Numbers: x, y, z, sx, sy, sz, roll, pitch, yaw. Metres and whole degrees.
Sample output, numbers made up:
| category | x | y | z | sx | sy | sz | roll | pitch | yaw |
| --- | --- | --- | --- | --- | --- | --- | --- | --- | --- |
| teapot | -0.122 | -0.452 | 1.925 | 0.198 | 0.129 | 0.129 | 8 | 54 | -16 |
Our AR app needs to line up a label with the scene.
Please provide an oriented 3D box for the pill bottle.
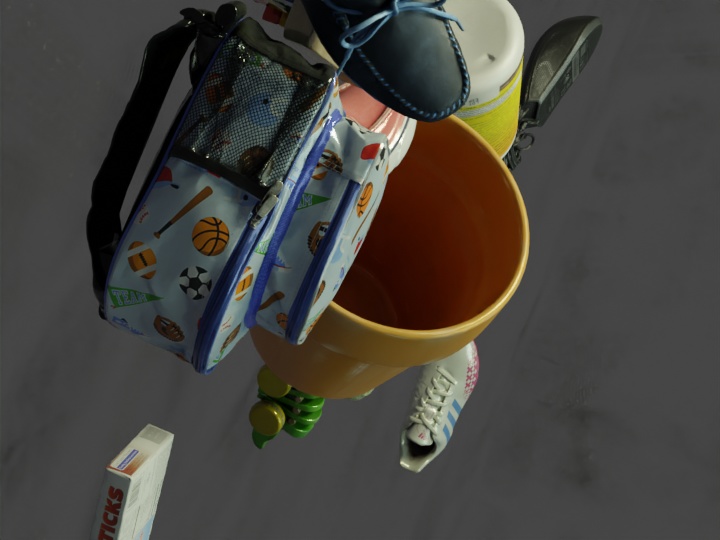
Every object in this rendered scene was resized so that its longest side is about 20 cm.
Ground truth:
| category | x | y | z | sx | sy | sz | roll | pitch | yaw |
| --- | --- | --- | --- | --- | --- | --- | --- | --- | --- |
| pill bottle | 0.083 | -0.153 | 1.846 | 0.200 | 0.109 | 0.110 | 86 | 28 | -64 |

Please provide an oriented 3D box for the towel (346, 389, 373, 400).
| category | x | y | z | sx | sy | sz | roll | pitch | yaw |
| --- | --- | --- | --- | --- | --- | --- | --- | --- | --- |
| towel | 0.001 | -0.003 | 1.801 | 0.148 | 0.036 | 0.201 | 74 | 21 | -70 |

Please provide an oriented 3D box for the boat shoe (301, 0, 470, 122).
| category | x | y | z | sx | sy | sz | roll | pitch | yaw |
| --- | --- | --- | --- | --- | --- | --- | --- | --- | --- |
| boat shoe | -0.004 | -0.166 | 1.233 | 0.084 | 0.200 | 0.069 | -43 | -166 | -10 |

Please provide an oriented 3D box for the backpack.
| category | x | y | z | sx | sy | sz | roll | pitch | yaw |
| --- | --- | --- | --- | --- | --- | --- | --- | --- | --- |
| backpack | -0.072 | -0.033 | 1.266 | 0.191 | 0.154 | 0.200 | -56 | 170 | -6 |

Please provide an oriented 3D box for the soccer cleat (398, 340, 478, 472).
| category | x | y | z | sx | sy | sz | roll | pitch | yaw |
| --- | --- | --- | --- | --- | --- | --- | --- | --- | --- |
| soccer cleat | 0.091 | 0.158 | 2.563 | 0.086 | 0.070 | 0.201 | -55 | 163 | -51 |

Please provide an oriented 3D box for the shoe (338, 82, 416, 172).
| category | x | y | z | sx | sy | sz | roll | pitch | yaw |
| --- | --- | --- | --- | --- | --- | --- | --- | --- | --- |
| shoe | -0.029 | -0.092 | 1.451 | 0.200 | 0.071 | 0.091 | -48 | 148 | -32 |

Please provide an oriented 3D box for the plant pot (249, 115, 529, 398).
| category | x | y | z | sx | sy | sz | roll | pitch | yaw |
| --- | --- | --- | --- | --- | --- | --- | --- | --- | --- |
| plant pot | 0.000 | 0.000 | 1.587 | 0.201 | 0.200 | 0.183 | -60 | -178 | -34 |

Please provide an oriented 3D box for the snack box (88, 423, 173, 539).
| category | x | y | z | sx | sy | sz | roll | pitch | yaw |
| --- | --- | --- | --- | --- | --- | --- | --- | --- | --- |
| snack box | -0.175 | 0.209 | 1.521 | 0.072 | 0.024 | 0.201 | -49 | 158 | -61 |

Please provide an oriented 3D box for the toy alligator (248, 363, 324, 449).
| category | x | y | z | sx | sy | sz | roll | pitch | yaw |
| --- | --- | --- | --- | --- | --- | --- | --- | --- | --- |
| toy alligator | -0.050 | 0.077 | 1.786 | 0.059 | 0.054 | 0.201 | -53 | 161 | -53 |

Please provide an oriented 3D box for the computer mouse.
| category | x | y | z | sx | sy | sz | roll | pitch | yaw |
| --- | --- | --- | --- | --- | --- | --- | --- | --- | --- |
| computer mouse | 0.207 | -0.221 | 2.469 | 0.200 | 0.053 | 0.139 | -54 | 164 | -16 |

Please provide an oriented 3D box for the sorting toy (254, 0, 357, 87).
| category | x | y | z | sx | sy | sz | roll | pitch | yaw |
| --- | --- | --- | --- | --- | --- | --- | --- | --- | --- |
| sorting toy | -0.007 | -0.233 | 1.371 | 0.199 | 0.069 | 0.201 | 17 | 94 | -79 |
